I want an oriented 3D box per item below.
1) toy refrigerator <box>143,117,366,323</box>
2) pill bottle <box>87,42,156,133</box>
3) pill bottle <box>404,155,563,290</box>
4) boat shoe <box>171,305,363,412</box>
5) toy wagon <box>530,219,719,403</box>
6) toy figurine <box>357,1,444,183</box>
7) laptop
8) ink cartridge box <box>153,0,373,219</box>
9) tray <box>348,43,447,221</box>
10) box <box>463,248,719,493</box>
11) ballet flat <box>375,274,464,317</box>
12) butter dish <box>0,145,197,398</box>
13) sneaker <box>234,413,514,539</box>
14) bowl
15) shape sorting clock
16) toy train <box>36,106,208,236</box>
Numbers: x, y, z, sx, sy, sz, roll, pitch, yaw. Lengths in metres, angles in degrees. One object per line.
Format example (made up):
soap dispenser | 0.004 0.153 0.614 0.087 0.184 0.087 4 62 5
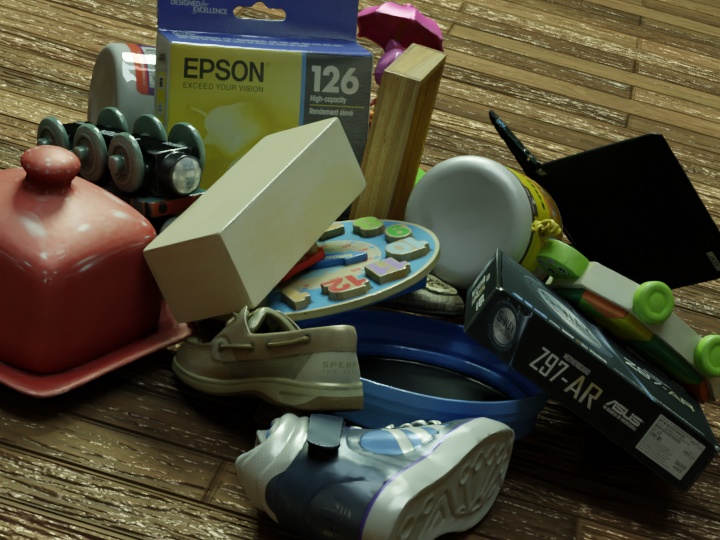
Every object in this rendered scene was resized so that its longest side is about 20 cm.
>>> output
toy refrigerator | -0.075 -0.038 1.359 0.075 0.070 0.200 -12 22 32
pill bottle | -0.135 -0.139 1.594 0.198 0.112 0.112 3 26 -24
pill bottle | 0.113 -0.035 1.539 0.108 0.110 0.200 21 3 17
boat shoe | -0.066 0.058 1.267 0.072 0.066 0.199 0 3 -36
toy wagon | 0.204 0.035 1.427 0.200 0.040 0.155 39 -14 -16
toy figurine | 0.020 -0.163 1.721 0.149 0.186 0.200 12 24 -3
laptop | 0.228 -0.072 1.626 0.178 0.103 0.200 53 3 -31
ink cartridge box | -0.082 -0.145 1.531 0.196 0.202 0.047 -1 9 -29
tray | 0.024 -0.085 1.527 0.037 0.202 0.099 17 24 10
box | 0.169 0.072 1.333 0.199 0.044 0.160 36 11 -2
ballet flat | 0.000 0.000 1.471 0.199 0.047 0.067 16 1 34
butter dish | -0.235 -0.020 1.306 0.199 0.149 0.199 25 25 25
sneaker | 0.004 0.125 1.204 0.146 0.081 0.200 22 21 25
bowl | 0.044 0.080 1.343 0.199 0.040 0.201 10 15 -3
shape sorting clock | -0.036 -0.004 1.388 0.198 0.040 0.200 -8 23 3
toy train | -0.191 -0.065 1.427 0.085 0.115 0.199 -15 20 -39
